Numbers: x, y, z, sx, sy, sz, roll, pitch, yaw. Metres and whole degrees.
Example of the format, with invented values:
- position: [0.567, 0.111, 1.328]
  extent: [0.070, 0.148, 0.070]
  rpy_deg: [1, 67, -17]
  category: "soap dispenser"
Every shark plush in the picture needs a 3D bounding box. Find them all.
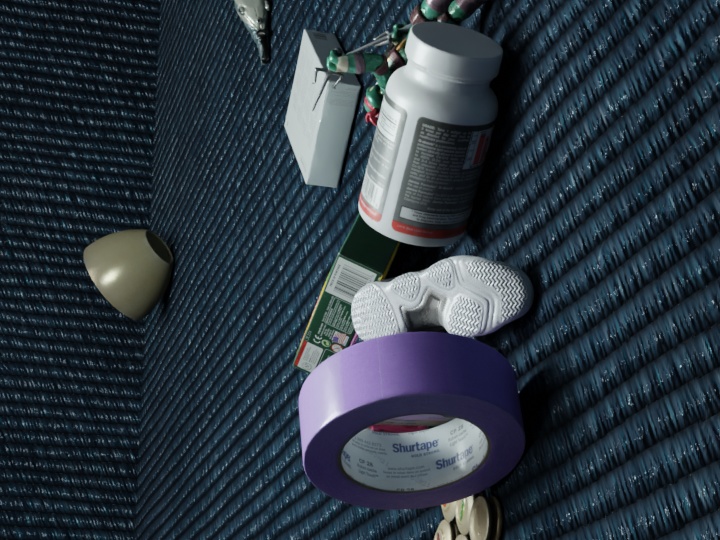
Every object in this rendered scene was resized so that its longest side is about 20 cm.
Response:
- position: [-0.173, -0.438, 2.691]
  extent: [0.084, 0.090, 0.201]
  rpy_deg: [86, 158, -55]
  category: "shark plush"

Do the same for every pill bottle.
- position: [0.073, -0.135, 1.551]
  extent: [0.116, 0.115, 0.201]
  rpy_deg: [-112, 32, -59]
  category: "pill bottle"

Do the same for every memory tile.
- position: [0.093, 0.302, 1.496]
  extent: [0.153, 0.017, 0.202]
  rpy_deg: [-153, 71, -73]
  category: "memory tile"

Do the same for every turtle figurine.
- position: [0.043, -0.228, 1.623]
  extent: [0.200, 0.101, 0.150]
  rpy_deg: [-47, -3, 28]
  category: "turtle figurine"

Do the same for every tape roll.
- position: [0.045, 0.138, 1.392]
  extent: [0.201, 0.199, 0.066]
  rpy_deg: [115, 156, -49]
  category: "tape roll"

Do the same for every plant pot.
- position: [-0.487, -0.012, 3.396]
  extent: [0.134, 0.200, 0.201]
  rpy_deg: [-37, 34, 15]
  category: "plant pot"

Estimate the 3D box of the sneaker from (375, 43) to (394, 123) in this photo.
- position: [0.056, -0.201, 1.707]
  extent: [0.200, 0.073, 0.088]
  rpy_deg: [-103, 18, -60]
  category: "sneaker"

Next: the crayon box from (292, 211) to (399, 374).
- position: [0.000, 0.000, 1.746]
  extent: [0.201, 0.058, 0.173]
  rpy_deg: [114, -179, -46]
  category: "crayon box"

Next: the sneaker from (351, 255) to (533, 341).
- position: [0.096, 0.025, 1.486]
  extent: [0.199, 0.113, 0.076]
  rpy_deg: [-11, 88, 38]
  category: "sneaker"

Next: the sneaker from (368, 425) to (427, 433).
- position: [0.024, 0.157, 1.670]
  extent: [0.088, 0.073, 0.201]
  rpy_deg: [114, 161, -47]
  category: "sneaker"

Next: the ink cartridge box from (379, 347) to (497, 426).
- position: [0.047, 0.117, 1.544]
  extent: [0.200, 0.116, 0.068]
  rpy_deg: [151, 121, -71]
  category: "ink cartridge box"

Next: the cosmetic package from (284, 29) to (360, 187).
- position: [-0.055, -0.226, 2.150]
  extent: [0.200, 0.051, 0.152]
  rpy_deg: [-111, 33, -59]
  category: "cosmetic package"
